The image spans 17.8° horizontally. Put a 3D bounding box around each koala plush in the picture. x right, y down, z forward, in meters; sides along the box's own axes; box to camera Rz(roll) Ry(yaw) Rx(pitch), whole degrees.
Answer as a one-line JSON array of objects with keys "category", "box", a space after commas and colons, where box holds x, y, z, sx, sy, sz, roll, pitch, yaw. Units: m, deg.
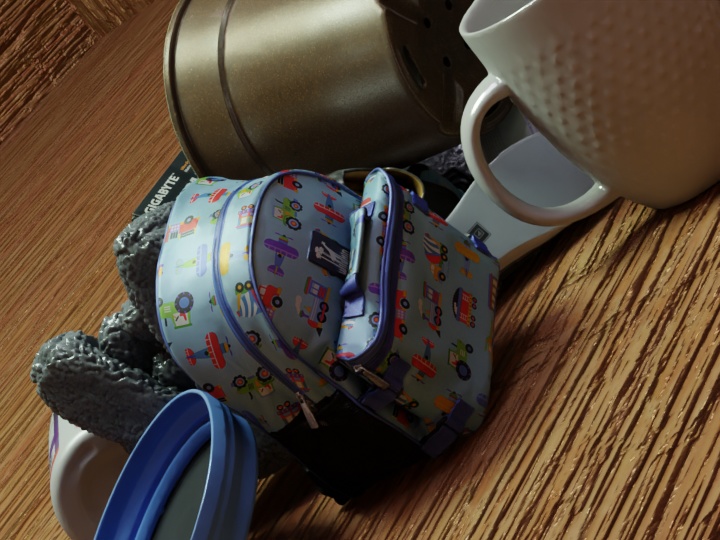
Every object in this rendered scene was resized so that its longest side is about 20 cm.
[{"category": "koala plush", "box": [-0.094, 0.039, 1.602, 0.178, 0.183, 0.200, -51, 2, 29]}]

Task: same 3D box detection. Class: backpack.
[{"category": "backpack", "box": [-0.025, 0.019, 1.438, 0.134, 0.200, 0.184, -27, 38, 38]}]

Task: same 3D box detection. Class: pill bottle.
[{"category": "pill bottle", "box": [-0.176, 0.133, 1.713, 0.111, 0.112, 0.200, -39, 15, 2]}]

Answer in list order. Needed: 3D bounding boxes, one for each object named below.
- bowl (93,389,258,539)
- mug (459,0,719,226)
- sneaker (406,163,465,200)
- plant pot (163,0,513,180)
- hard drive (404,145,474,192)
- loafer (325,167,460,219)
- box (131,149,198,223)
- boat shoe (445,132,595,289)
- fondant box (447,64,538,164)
[{"category": "bowl", "box": [-0.122, 0.176, 1.452, 0.201, 0.039, 0.201, -53, 24, 36]}, {"category": "mug", "box": [0.155, -0.117, 1.497, 0.200, 0.176, 0.148, -41, 14, -3]}, {"category": "sneaker", "box": [0.000, 0.000, 1.705, 0.200, 0.090, 0.078, -45, 16, -17]}, {"category": "plant pot", "box": [-0.005, -0.148, 1.657, 0.197, 0.201, 0.201, -15, 28, 42]}, {"category": "hard drive", "box": [0.002, -0.104, 1.853, 0.140, 0.200, 0.038, -42, -26, -6]}, {"category": "loafer", "box": [0.021, -0.038, 1.599, 0.072, 0.073, 0.199, -34, -13, 33]}, {"category": "box", "box": [-0.141, -0.005, 1.924, 0.159, 0.046, 0.201, -58, -21, -48]}, {"category": "boat shoe", "box": [0.092, -0.020, 1.606, 0.200, 0.070, 0.066, -46, -10, -7]}, {"category": "fondant box", "box": [0.160, -0.161, 1.655, 0.200, 0.058, 0.145, -42, 48, 30]}]
